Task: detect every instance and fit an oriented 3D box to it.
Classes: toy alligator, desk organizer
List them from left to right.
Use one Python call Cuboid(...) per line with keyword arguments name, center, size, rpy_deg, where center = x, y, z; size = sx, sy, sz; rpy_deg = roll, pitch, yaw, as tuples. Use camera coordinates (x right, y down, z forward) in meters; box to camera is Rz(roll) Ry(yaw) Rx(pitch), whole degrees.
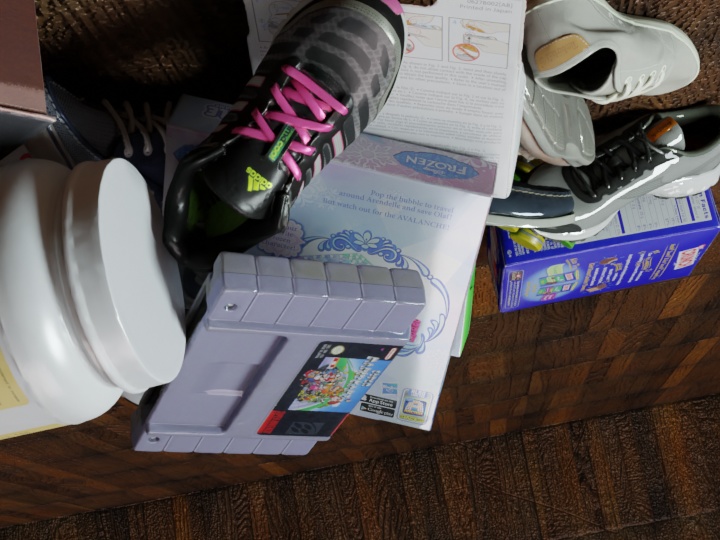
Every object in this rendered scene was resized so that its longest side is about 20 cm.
Cuboid(name="desk organizer", center=(-0.256, -0.085, 0.678), size=(0.200, 0.077, 0.072), rpy_deg=(-24, 159, 40))
Cuboid(name="toy alligator", center=(0.116, -0.070, 1.021), size=(0.054, 0.059, 0.200), rpy_deg=(21, 171, 45))

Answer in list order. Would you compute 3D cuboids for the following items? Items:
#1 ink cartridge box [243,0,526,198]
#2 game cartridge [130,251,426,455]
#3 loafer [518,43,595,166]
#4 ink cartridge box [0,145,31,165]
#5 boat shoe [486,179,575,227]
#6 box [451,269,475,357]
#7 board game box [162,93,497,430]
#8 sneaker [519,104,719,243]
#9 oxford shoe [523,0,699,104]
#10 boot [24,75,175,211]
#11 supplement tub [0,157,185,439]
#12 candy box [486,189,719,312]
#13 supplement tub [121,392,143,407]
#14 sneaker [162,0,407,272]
Cuboid(name="ink cartridge box", center=(0.017, -0.123, 0.723), size=(0.160, 0.050, 0.200), rpy_deg=(8, 147, 8))
Cuboid(name="game cartridge", center=(-0.054, 0.060, 0.751), size=(0.129, 0.039, 0.200), rpy_deg=(9, 143, -21))
Cuboid(name="loafer", center=(0.114, -0.107, 0.862), size=(0.063, 0.072, 0.200), rpy_deg=(-9, 169, 23))
Cuboid(name="ink cartridge box", center=(-0.293, -0.004, 0.810), size=(0.199, 0.147, 0.083), rpy_deg=(-7, 162, -15))
Cuboid(name="boat shoe", center=(0.063, -0.069, 0.904), size=(0.199, 0.062, 0.075), rpy_deg=(7, -176, -2))
Cuboid(name="box", center=(0.000, 0.000, 0.948), size=(0.176, 0.097, 0.200), rpy_deg=(6, -178, 6))
Cuboid(name="board game box", center=(-0.030, 0.000, 0.793), size=(0.199, 0.043, 0.200), rpy_deg=(13, 129, 2))
Cuboid(name="sneaker", center=(0.208, -0.086, 0.976), size=(0.199, 0.074, 0.079), rpy_deg=(-21, 155, -17))
Cuboid(name="oxford shoe", center=(0.166, -0.135, 0.808), size=(0.075, 0.058, 0.200), rpy_deg=(-26, 161, 33))
Cuboid(name="boot", center=(-0.151, -0.088, 0.780), size=(0.090, 0.073, 0.200), rpy_deg=(-25, 166, 1))
Cuboid(name="supplement tub", center=(-0.209, 0.021, 0.665), size=(0.199, 0.146, 0.145), rpy_deg=(-13, 164, 8))
Cuboid(name="candy box", center=(0.226, -0.030, 1.177), size=(0.199, 0.077, 0.169), rpy_deg=(-10, 163, 2))
Cuboid(name="supplement tub", center=(-0.142, 0.040, 1.032), size=(0.122, 0.123, 0.200), rpy_deg=(-12, -174, 5))
Cuboid(name="sneaker", center=(-0.045, -0.068, 0.665), size=(0.074, 0.088, 0.200), rpy_deg=(37, 122, -14))
